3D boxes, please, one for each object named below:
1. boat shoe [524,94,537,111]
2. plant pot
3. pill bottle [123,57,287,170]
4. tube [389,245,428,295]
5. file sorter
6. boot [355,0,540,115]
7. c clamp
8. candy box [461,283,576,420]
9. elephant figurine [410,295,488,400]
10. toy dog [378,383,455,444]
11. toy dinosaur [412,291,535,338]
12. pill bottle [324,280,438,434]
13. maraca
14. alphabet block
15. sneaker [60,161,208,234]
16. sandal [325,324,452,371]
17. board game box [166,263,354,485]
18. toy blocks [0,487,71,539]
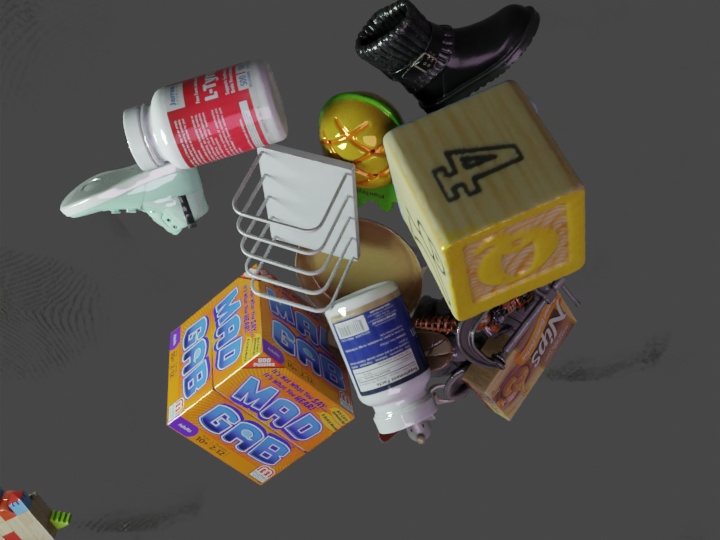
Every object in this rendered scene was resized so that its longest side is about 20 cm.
[{"bbox_3d":[0.155,-0.186,1.530,0.198,0.071,0.072,-17,129,6],"label":"boat shoe"},{"bbox_3d":[0.000,0.000,1.650,0.198,0.028,0.201,9,126,12],"label":"plant pot"},{"bbox_3d":[-0.204,-0.200,1.443,0.198,0.113,0.113,-16,129,4],"label":"pill bottle"},{"bbox_3d":[0.042,0.048,1.718,0.058,0.052,0.201,37,126,12],"label":"tube"},{"bbox_3d":[-0.088,-0.053,1.509,0.138,0.125,0.201,16,147,14],"label":"file sorter"},{"bbox_3d":[0.113,-0.307,1.424,0.211,0.080,0.158,-37,124,21],"label":"boot"},{"bbox_3d":[0.232,0.071,1.624,0.200,0.027,0.171,-47,125,-9],"label":"c clamp"},{"bbox_3d":[0.252,0.123,1.719,0.201,0.055,0.115,-55,141,-10],"label":"candy box"},{"bbox_3d":[0.157,0.136,1.758,0.154,0.143,0.200,-3,152,31],"label":"elephant figurine"},{"bbox_3d":[0.071,0.231,1.830,0.199,0.097,0.132,33,117,-29],"label":"toy dog"},{"bbox_3d":[0.172,0.042,1.632,0.102,0.199,0.137,-10,99,47],"label":"toy dinosaur"},{"bbox_3d":[0.034,0.126,1.584,0.115,0.116,0.202,-21,94,9],"label":"pill bottle"},{"bbox_3d":[0.008,-0.161,1.506,0.136,0.107,0.201,15,140,23],"label":"maraca"},{"bbox_3d":[0.163,-0.089,1.425,0.195,0.201,0.196,-24,148,-2],"label":"alphabet block"},{"bbox_3d":[-0.312,-0.085,1.538,0.199,0.074,0.119,-19,122,3],"label":"sneaker"},{"bbox_3d":[0.044,0.116,1.669,0.198,0.054,0.081,4,96,12],"label":"sandal"},{"bbox_3d":[-0.156,0.160,1.676,0.199,0.201,0.200,-37,124,21],"label":"board game box"},{"bbox_3d":[-0.627,0.433,1.904,0.199,0.100,0.137,-25,116,12],"label":"toy blocks"}]
